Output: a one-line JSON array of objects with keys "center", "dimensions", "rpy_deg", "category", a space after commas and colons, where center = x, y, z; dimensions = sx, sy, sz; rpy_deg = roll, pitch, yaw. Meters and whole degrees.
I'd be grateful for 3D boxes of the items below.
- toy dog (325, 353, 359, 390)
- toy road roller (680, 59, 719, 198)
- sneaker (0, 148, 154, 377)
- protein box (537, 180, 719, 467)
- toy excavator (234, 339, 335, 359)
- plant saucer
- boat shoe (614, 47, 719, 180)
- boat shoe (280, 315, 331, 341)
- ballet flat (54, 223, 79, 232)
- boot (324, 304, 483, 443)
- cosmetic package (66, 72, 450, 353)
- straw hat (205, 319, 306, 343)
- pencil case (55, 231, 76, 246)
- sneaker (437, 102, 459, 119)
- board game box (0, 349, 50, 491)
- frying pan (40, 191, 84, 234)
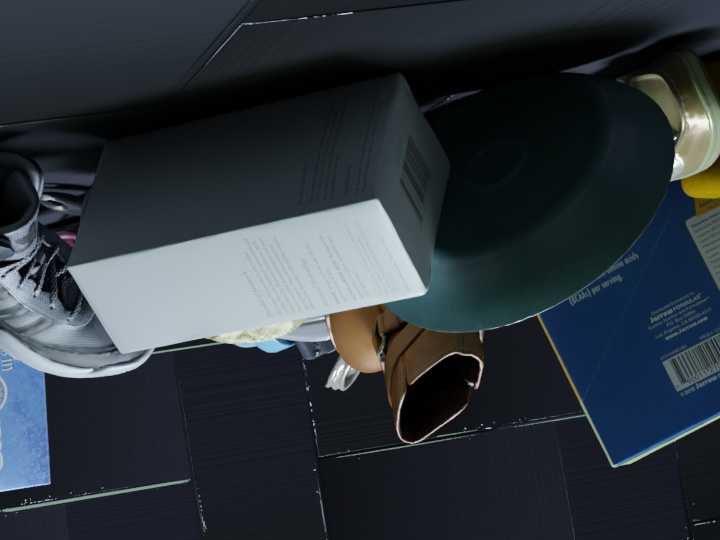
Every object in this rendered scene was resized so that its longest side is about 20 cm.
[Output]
[{"center": [-0.015, -0.005, 1.888], "dimensions": [0.132, 0.096, 0.201], "rpy_deg": [-49, 164, -31], "category": "toy dog"}, {"center": [0.275, -0.087, 1.401], "dimensions": [0.145, 0.124, 0.200], "rpy_deg": [2, 177, 4], "category": "toy road roller"}, {"center": [-0.195, -0.005, 1.325], "dimensions": [0.199, 0.076, 0.114], "rpy_deg": [29, 152, -18], "category": "sneaker"}, {"center": [0.224, 0.005, 1.605], "dimensions": [0.198, 0.201, 0.135], "rpy_deg": [-28, 172, 7], "category": "protein box"}, {"center": [-0.083, 0.002, 1.694], "dimensions": [0.199, 0.100, 0.195], "rpy_deg": [-20, -162, 29], "category": "toy excavator"}, {"center": [0.085, -0.052, 1.323], "dimensions": [0.199, 0.201, 0.036], "rpy_deg": [-12, 133, 28], "category": "plant saucer"}, {"center": [0.167, -0.081, 1.413], "dimensions": [0.063, 0.074, 0.201], "rpy_deg": [-23, 177, -17], "category": "boat shoe"}, {"center": [0.000, 0.000, 1.555], "dimensions": [0.198, 0.073, 0.071], "rpy_deg": [-6, -158, 3], "category": "boat shoe"}, {"center": [-0.231, 0.000, 1.748], "dimensions": [0.199, 0.068, 0.062], "rpy_deg": [-13, -176, 38], "category": "ballet flat"}, {"center": [0.032, 0.046, 1.434], "dimensions": [0.076, 0.156, 0.200], "rpy_deg": [10, 139, -21], "category": "boot"}, {"center": [-0.059, -0.032, 1.304], "dimensions": [0.199, 0.113, 0.081], "rpy_deg": [-11, 131, 23], "category": "cosmetic package"}, {"center": [-0.070, 0.000, 1.462], "dimensions": [0.200, 0.086, 0.201], "rpy_deg": [-14, -159, 5], "category": "straw hat"}, {"center": [-0.262, 0.015, 1.633], "dimensions": [0.199, 0.087, 0.083], "rpy_deg": [-4, 147, 47], "category": "pencil case"}, {"center": [0.082, -0.077, 1.487], "dimensions": [0.090, 0.077, 0.199], "rpy_deg": [-14, -172, -34], "category": "sneaker"}, {"center": [-0.301, 0.054, 1.440], "dimensions": [0.198, 0.202, 0.043], "rpy_deg": [-9, -159, -20], "category": "board game box"}, {"center": [-0.178, -0.037, 1.598], "dimensions": [0.189, 0.031, 0.115], "rpy_deg": [9, 159, -41], "category": "frying pan"}]
